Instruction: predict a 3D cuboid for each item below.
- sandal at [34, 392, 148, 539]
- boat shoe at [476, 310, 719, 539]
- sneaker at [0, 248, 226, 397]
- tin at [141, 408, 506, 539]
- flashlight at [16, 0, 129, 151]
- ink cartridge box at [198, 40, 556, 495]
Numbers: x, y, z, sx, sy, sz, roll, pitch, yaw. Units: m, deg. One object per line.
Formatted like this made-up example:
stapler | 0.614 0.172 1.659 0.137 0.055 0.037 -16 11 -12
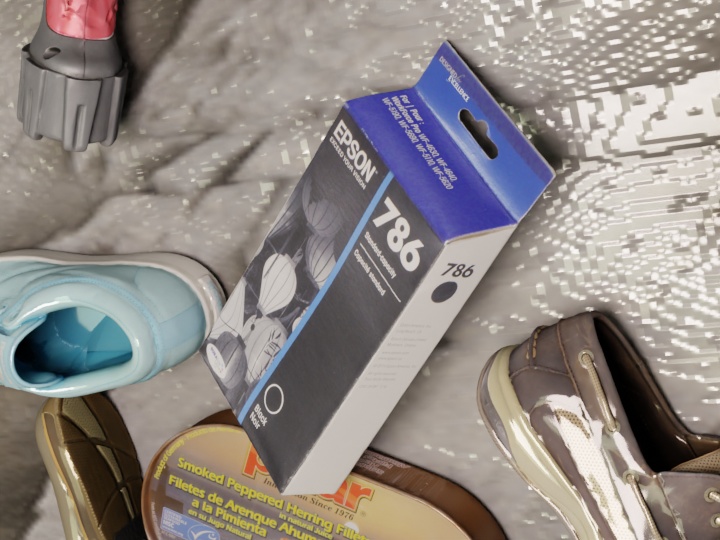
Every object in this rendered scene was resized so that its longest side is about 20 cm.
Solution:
sandal | -0.137 0.160 0.829 0.054 0.080 0.200 -18 91 19
boat shoe | 0.134 0.104 0.678 0.200 0.074 0.073 50 121 3
sneaker | -0.171 0.030 0.803 0.200 0.082 0.074 -10 101 29
tin | -0.017 0.138 0.786 0.200 0.042 0.112 20 118 20
flashlight | -0.123 -0.155 0.727 0.068 0.068 0.200 22 114 25
ink cartridge box | 0.000 0.000 0.710 0.200 0.039 0.099 -57 48 27
